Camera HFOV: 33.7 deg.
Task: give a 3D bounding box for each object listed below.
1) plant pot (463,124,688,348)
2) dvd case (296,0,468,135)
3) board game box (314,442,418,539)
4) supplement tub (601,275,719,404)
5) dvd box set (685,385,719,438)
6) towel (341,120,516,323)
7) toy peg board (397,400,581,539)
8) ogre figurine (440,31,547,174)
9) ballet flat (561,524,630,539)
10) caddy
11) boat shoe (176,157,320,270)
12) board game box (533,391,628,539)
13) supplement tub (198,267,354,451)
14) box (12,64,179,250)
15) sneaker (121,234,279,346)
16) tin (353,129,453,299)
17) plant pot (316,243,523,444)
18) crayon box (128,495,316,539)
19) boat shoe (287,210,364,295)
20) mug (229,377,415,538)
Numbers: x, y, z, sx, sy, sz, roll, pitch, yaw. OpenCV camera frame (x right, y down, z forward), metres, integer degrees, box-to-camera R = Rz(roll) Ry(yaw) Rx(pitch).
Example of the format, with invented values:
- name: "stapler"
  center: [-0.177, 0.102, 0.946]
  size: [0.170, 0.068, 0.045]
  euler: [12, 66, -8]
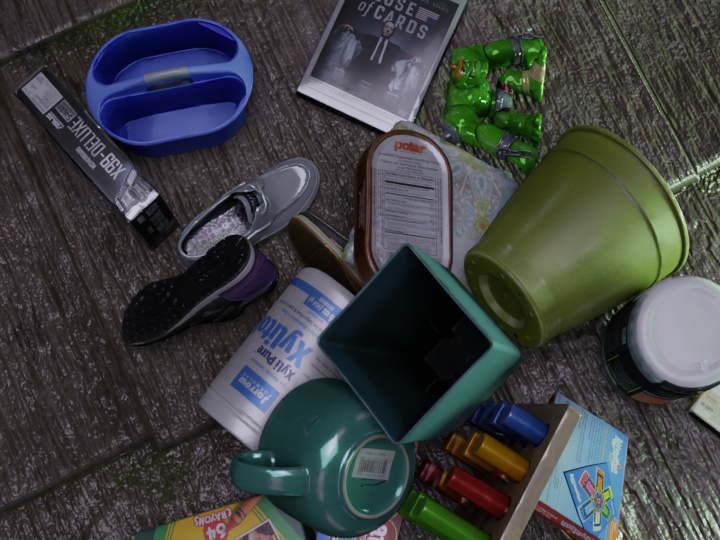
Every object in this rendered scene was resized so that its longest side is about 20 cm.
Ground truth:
- name: "plant pot"
  center: [0.222, -0.022, 1.315]
  size: [0.192, 0.201, 0.201]
  euler: [-37, 82, -17]
- name: "dvd case"
  center: [0.028, -0.275, 1.464]
  size: [0.148, 0.025, 0.203]
  euler: [24, 81, 3]
- name: "board game box"
  center: [-0.001, 0.272, 1.358]
  size: [0.101, 0.019, 0.204]
  euler: [13, 80, 0]
- name: "supplement tub"
  center: [0.337, 0.082, 1.313]
  size: [0.120, 0.200, 0.125]
  euler: [0, 79, -2]
- name: "dvd box set"
  center: [0.494, 0.127, 1.392]
  size: [0.145, 0.029, 0.201]
  euler: [35, 82, 6]
- name: "towel"
  center: [0.083, -0.059, 1.384]
  size: [0.169, 0.048, 0.203]
  euler: [25, 65, -10]
- name: "toy peg board"
  center: [0.121, 0.215, 1.277]
  size: [0.097, 0.200, 0.201]
  euler: [30, 80, -6]
- name: "ogre figurine"
  center: [0.158, -0.204, 1.414]
  size: [0.118, 0.098, 0.204]
  euler: [5, 75, 5]
- name: "ballet flat"
  center: [0.244, 0.269, 1.345]
  size: [0.200, 0.065, 0.071]
  euler: [44, 84, 7]
- name: "caddy"
  center: [-0.223, -0.217, 1.407]
  size: [0.196, 0.105, 0.144]
  euler: [-12, 81, -3]
- name: "boat shoe"
  center: [-0.130, -0.067, 1.399]
  size: [0.200, 0.072, 0.070]
  euler: [-36, 82, -7]
- name: "board game box"
  center: [0.240, 0.218, 1.302]
  size: [0.102, 0.201, 0.020]
  euler: [31, 121, 0]
- name: "supplement tub"
  center: [-0.073, 0.111, 1.337]
  size: [0.131, 0.132, 0.201]
  euler: [37, 80, 6]
- name: "box"
  center: [-0.298, -0.125, 1.365]
  size: [0.050, 0.158, 0.200]
  euler: [-41, 83, -7]
- name: "sneaker"
  center: [-0.183, 0.043, 1.378]
  size: [0.198, 0.087, 0.077]
  euler: [-29, 52, 19]
- name: "tin"
  center: [0.050, -0.061, 1.326]
  size: [0.110, 0.042, 0.204]
  euler: [9, 70, -22]
- name: "plant pot"
  center: [0.084, 0.084, 1.248]
  size: [0.142, 0.199, 0.142]
  euler: [-47, 65, 13]
- name: "crayon box"
  center: [-0.139, 0.350, 1.310]
  size: [0.197, 0.058, 0.175]
  euler: [-17, 76, 6]
- name: "boat shoe"
  center: [0.000, 0.000, 1.395]
  size: [0.200, 0.073, 0.065]
  euler: [45, 60, 0]
- name: "mug"
  center: [-0.027, 0.208, 1.235]
  size: [0.185, 0.114, 0.154]
  euler: [-41, 121, -25]
